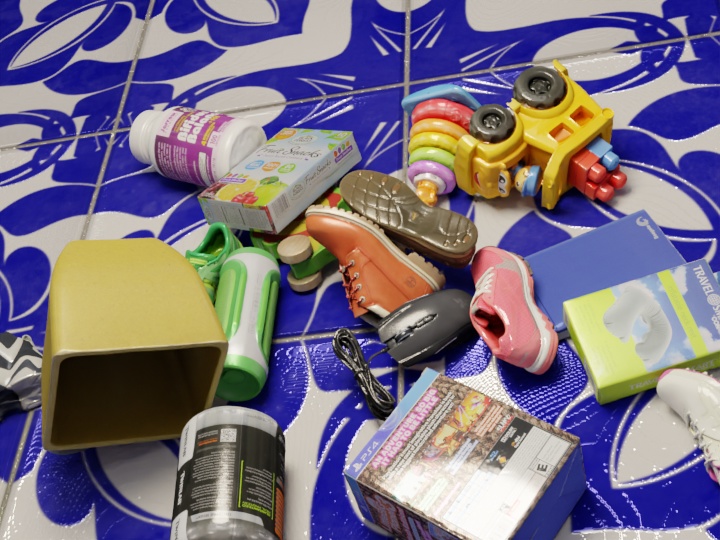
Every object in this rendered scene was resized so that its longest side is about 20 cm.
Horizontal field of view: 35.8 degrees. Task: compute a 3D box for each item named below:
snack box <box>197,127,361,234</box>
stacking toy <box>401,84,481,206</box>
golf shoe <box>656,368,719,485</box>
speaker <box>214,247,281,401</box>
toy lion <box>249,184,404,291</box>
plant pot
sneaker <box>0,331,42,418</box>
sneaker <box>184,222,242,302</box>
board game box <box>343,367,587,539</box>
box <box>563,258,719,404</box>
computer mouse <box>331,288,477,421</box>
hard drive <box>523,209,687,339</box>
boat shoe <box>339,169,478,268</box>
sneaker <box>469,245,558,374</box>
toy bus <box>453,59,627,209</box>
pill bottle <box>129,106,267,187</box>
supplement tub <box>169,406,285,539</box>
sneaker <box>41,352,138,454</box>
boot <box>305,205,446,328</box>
[{"bbox_3d":[-0.114,-0.131,1.584,0.142,0.053,0.200,11,41,40],"label":"snack box"},{"bbox_3d":[0.105,-0.148,1.553,0.116,0.110,0.201,-8,55,41],"label":"stacking toy"},{"bbox_3d":[0.381,0.176,1.167,0.091,0.075,0.200,-41,48,-16],"label":"golf shoe"},{"bbox_3d":[-0.151,0.066,1.431,0.088,0.089,0.201,-7,46,12],"label":"speaker"},{"bbox_3d":[-0.055,-0.067,1.552,0.199,0.069,0.192,-21,37,-3],"label":"toy lion"},{"bbox_3d":[-0.287,0.071,1.331,0.195,0.195,0.200,-3,51,-23],"label":"plant pot"},{"bbox_3d":[-0.515,0.143,1.481,0.199,0.080,0.130,-26,44,-7],"label":"sneaker"},{"bbox_3d":[-0.223,0.016,1.503,0.074,0.084,0.200,4,50,21],"label":"sneaker"},{"bbox_3d":[0.113,0.223,1.188,0.200,0.097,0.160,23,58,34],"label":"board game box"},{"bbox_3d":[0.348,0.066,1.285,0.199,0.048,0.122,-18,57,1],"label":"box"},{"bbox_3d":[0.078,0.096,1.338,0.199,0.046,0.141,-19,67,-20],"label":"computer mouse"},{"bbox_3d":[0.293,0.006,1.388,0.199,0.025,0.132,-22,45,-3],"label":"hard drive"},{"bbox_3d":[0.058,-0.060,1.428,0.200,0.068,0.072,29,63,19],"label":"boat shoe"},{"bbox_3d":[0.166,0.036,1.341,0.086,0.074,0.200,11,36,-29],"label":"sneaker"},{"bbox_3d":[0.252,-0.151,1.493,0.200,0.136,0.192,-38,64,-16],"label":"toy bus"},{"bbox_3d":[-0.248,-0.187,1.684,0.199,0.113,0.112,14,53,28],"label":"pill bottle"},{"bbox_3d":[-0.144,0.260,1.219,0.122,0.123,0.200,-10,45,9],"label":"supplement tub"},{"bbox_3d":[-0.340,0.156,1.426,0.080,0.071,0.200,11,44,33],"label":"sneaker"},{"bbox_3d":[0.000,0.000,1.408,0.200,0.075,0.107,34,71,0],"label":"boot"}]
